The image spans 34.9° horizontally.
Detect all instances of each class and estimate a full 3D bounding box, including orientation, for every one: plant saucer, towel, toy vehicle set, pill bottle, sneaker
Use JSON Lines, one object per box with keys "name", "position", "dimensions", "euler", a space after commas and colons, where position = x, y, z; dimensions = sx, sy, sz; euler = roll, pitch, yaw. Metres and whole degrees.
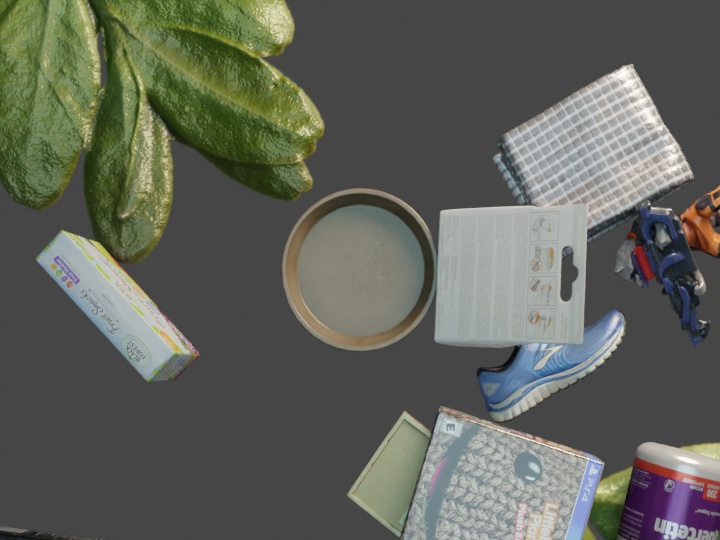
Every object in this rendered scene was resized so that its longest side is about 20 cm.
{"name": "plant saucer", "position": [0.000, 0.000, 1.428], "dimensions": [0.197, 0.029, 0.203], "euler": [0, 86, 6]}
{"name": "towel", "position": [0.277, -0.130, 1.382], "dimensions": [0.198, 0.086, 0.167], "euler": [-29, 83, 3]}
{"name": "toy vehicle set", "position": [0.096, 0.283, 1.401], "dimensions": [0.199, 0.027, 0.125], "euler": [37, 90, 6]}
{"name": "pill bottle", "position": [0.356, 0.309, 1.332], "dimensions": [0.111, 0.112, 0.203], "euler": [13, 88, 6]}
{"name": "sneaker", "position": [0.227, 0.099, 1.376], "dimensions": [0.198, 0.079, 0.090], "euler": [-31, 87, 3]}

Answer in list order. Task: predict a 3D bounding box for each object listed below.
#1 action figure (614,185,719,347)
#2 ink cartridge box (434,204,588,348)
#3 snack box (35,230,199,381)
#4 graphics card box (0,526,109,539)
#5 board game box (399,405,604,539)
{"name": "action figure", "position": [0.399, -0.019, 1.378], "dimensions": [0.191, 0.105, 0.202], "euler": [-15, 115, 10]}
{"name": "ink cartridge box", "position": [0.181, 0.009, 1.355], "dimensions": [0.198, 0.057, 0.165], "euler": [-1, 83, 32]}
{"name": "snack box", "position": [-0.292, 0.046, 1.395], "dimensions": [0.053, 0.142, 0.200], "euler": [-44, 84, 1]}
{"name": "graphics card box", "position": [-0.401, 0.392, 1.430], "dimensions": [0.197, 0.051, 0.128], "euler": [5, 87, 5]}
{"name": "board game box", "position": [0.162, 0.265, 1.334], "dimensions": [0.197, 0.097, 0.162], "euler": [16, 88, 6]}
